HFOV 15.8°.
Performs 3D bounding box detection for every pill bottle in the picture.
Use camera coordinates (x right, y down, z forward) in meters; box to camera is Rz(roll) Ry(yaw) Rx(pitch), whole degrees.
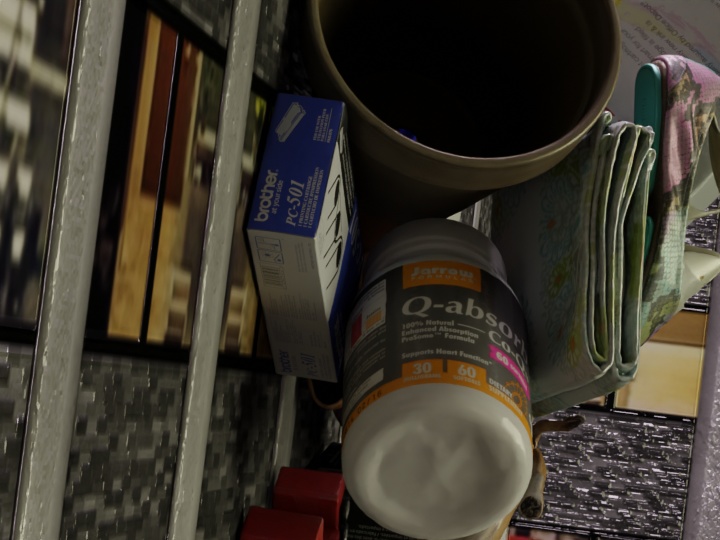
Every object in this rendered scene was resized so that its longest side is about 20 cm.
[{"bbox_3d":[0.047,0.062,1.608,0.200,0.116,0.117,-89,180,-53],"label":"pill bottle"}]

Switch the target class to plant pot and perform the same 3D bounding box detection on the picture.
[{"bbox_3d":[0.045,-0.118,1.648,0.174,0.199,0.201,121,-18,-62],"label":"plant pot"}]

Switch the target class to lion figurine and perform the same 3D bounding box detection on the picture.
[{"bbox_3d":[0.075,0.162,1.708,0.200,0.073,0.122,-43,177,4],"label":"lion figurine"}]

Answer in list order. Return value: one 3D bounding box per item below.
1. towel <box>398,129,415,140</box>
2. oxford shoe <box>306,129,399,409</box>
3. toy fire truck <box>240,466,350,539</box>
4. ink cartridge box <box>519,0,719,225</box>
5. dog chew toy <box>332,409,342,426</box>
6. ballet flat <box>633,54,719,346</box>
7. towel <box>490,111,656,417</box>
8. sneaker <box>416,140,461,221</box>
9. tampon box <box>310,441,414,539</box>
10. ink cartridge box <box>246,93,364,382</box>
[{"bbox_3d":[0.017,-0.074,1.900,0.200,0.049,0.148,86,12,-55],"label":"towel"},{"bbox_3d":[0.000,0.000,1.766,0.071,0.071,0.201,-39,137,-74],"label":"oxford shoe"},{"bbox_3d":[-0.043,0.206,1.689,0.141,0.048,0.201,-73,169,-52],"label":"toy fire truck"},{"bbox_3d":[0.220,-0.133,1.770,0.200,0.145,0.145,-43,170,-8],"label":"ink cartridge box"},{"bbox_3d":[0.052,0.094,1.852,0.200,0.124,0.125,-135,-134,-63],"label":"dog chew toy"},{"bbox_3d":[0.199,-0.035,1.651,0.069,0.071,0.201,180,-81,-75],"label":"ballet flat"},{"bbox_3d":[0.127,0.001,1.663,0.200,0.048,0.172,149,-50,-69],"label":"towel"},{"bbox_3d":[0.054,-0.025,2.093,0.121,0.083,0.201,58,47,-71],"label":"sneaker"},{"bbox_3d":[0.017,0.243,1.885,0.150,0.126,0.201,-41,138,-79],"label":"tampon box"},{"bbox_3d":[-0.032,-0.017,1.588,0.200,0.044,0.094,84,16,-63],"label":"ink cartridge box"}]
